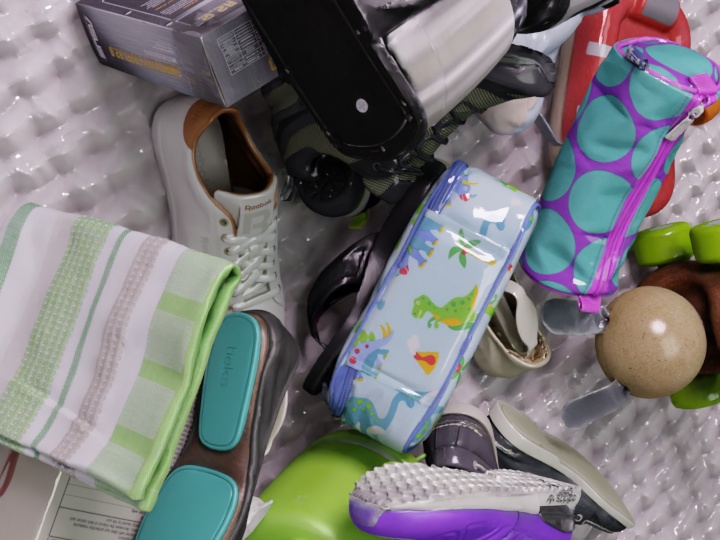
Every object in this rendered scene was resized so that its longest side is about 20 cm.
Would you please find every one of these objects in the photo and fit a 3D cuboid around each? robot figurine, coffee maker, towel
[{"bbox_3d":[-0.019,0.188,0.816,0.116,0.175,0.200,62,31,-8],"label":"robot figurine"},{"bbox_3d":[0.041,-0.189,0.641,0.200,0.135,0.192,-39,127,-24],"label":"coffee maker"},{"bbox_3d":[-0.168,0.042,0.686,0.031,0.200,0.150,25,81,-50],"label":"towel"}]

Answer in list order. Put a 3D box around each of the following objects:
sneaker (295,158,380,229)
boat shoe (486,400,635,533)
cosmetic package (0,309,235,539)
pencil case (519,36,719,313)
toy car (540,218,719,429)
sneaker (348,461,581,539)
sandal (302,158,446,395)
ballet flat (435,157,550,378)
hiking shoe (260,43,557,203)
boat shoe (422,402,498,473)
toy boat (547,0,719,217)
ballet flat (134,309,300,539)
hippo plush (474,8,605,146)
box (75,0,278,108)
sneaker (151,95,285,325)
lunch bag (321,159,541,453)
[{"bbox_3d":[-0.010,-0.132,0.864,0.083,0.072,0.201,3,93,-61],"label":"sneaker"},{"bbox_3d":[0.159,0.184,0.995,0.066,0.075,0.199,-45,129,12],"label":"boat shoe"},{"bbox_3d":[-0.168,0.101,0.751,0.103,0.087,0.200,27,79,-46],"label":"cosmetic package"},{"bbox_3d":[0.194,-0.074,0.883,0.085,0.092,0.200,3,123,-30],"label":"pencil case"},{"bbox_3d":[0.242,0.058,0.989,0.200,0.158,0.165,-16,94,-22],"label":"toy car"},{"bbox_3d":[0.071,0.181,0.750,0.200,0.069,0.100,11,89,-42],"label":"sneaker"},{"bbox_3d":[0.000,0.000,0.877,0.048,0.075,0.201,27,81,8],"label":"sandal"},{"bbox_3d":[0.102,0.000,0.936,0.069,0.069,0.200,-35,112,-25],"label":"ballet flat"},{"bbox_3d":[0.035,-0.098,0.776,0.076,0.199,0.101,-27,110,-68],"label":"hiking shoe"},{"bbox_3d":[0.094,0.197,0.927,0.063,0.072,0.200,-76,150,-52],"label":"boat shoe"},{"bbox_3d":[0.242,-0.143,0.970,0.130,0.131,0.201,8,90,-37],"label":"toy boat"},{"bbox_3d":[-0.082,0.125,0.736,0.068,0.068,0.200,32,76,-54],"label":"ballet flat"},{"bbox_3d":[0.138,-0.194,0.853,0.200,0.159,0.161,35,118,-28],"label":"hippo plush"},{"bbox_3d":[-0.060,-0.186,0.754,0.200,0.158,0.048,-37,128,-25],"label":"box"},{"bbox_3d":[-0.088,-0.021,0.801,0.073,0.085,0.200,-26,110,-30],"label":"sneaker"},{"bbox_3d":[0.053,0.027,0.827,0.082,0.161,0.200,28,93,9],"label":"lunch bag"}]
